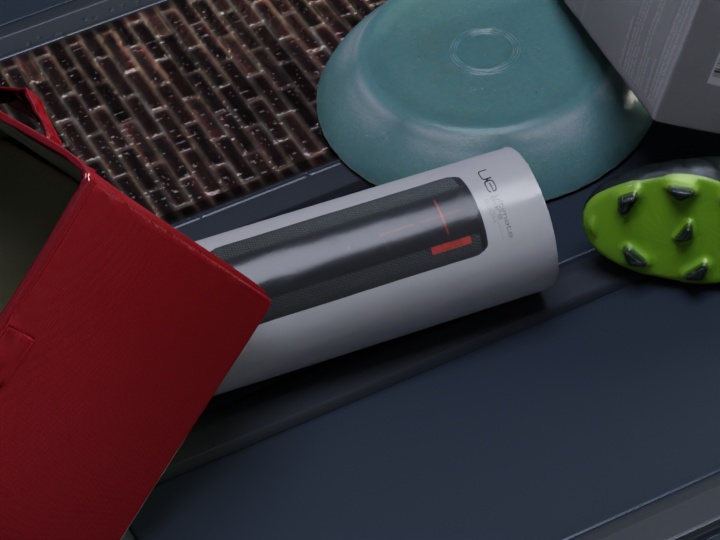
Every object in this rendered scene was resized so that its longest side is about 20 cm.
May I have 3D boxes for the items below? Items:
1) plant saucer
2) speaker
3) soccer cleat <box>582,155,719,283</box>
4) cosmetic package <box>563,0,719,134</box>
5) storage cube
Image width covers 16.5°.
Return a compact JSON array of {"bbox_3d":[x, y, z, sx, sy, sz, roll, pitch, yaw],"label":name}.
[{"bbox_3d":[0.072,-0.116,1.440,0.199,0.036,0.200,-3,44,3],"label":"plant saucer"},{"bbox_3d":[0.000,0.000,1.298,0.199,0.081,0.081,-17,45,-12],"label":"speaker"},{"bbox_3d":[0.219,-0.037,1.333,0.199,0.068,0.081,-6,20,6],"label":"soccer cleat"},{"bbox_3d":[0.181,-0.161,1.369,0.090,0.107,0.200,10,27,-17],"label":"cosmetic package"},{"bbox_3d":[-0.181,0.020,1.180,0.171,0.180,0.200,31,87,32],"label":"storage cube"}]
